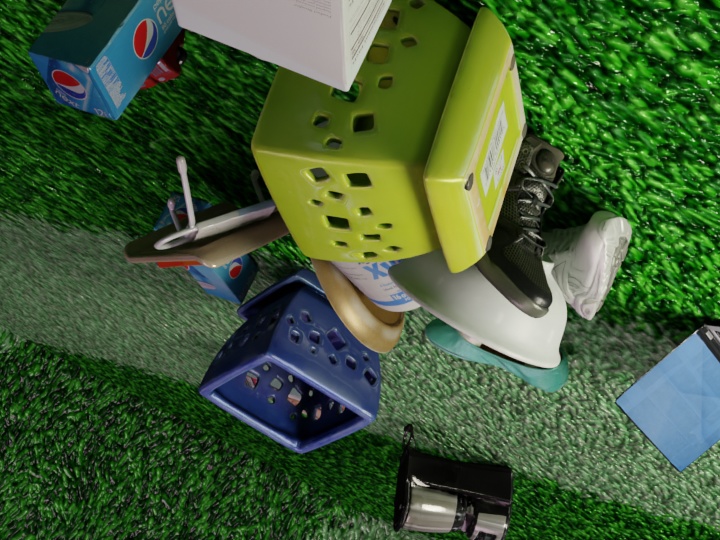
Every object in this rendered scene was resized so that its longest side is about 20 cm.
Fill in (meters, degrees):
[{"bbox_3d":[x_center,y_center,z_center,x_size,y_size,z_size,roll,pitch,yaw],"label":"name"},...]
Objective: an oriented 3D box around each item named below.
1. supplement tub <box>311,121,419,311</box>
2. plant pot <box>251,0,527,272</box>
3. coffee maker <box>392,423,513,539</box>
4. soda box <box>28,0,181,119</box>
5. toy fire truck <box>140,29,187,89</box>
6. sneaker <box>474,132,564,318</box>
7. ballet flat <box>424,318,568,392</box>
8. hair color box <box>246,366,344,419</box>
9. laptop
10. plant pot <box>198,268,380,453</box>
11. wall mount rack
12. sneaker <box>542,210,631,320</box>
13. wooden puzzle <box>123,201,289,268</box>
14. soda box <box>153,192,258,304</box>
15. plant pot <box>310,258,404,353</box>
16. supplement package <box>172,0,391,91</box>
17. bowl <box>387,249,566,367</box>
[{"bbox_3d":[0.012,-0.057,1.433,0.131,0.133,0.200,8,155,42],"label":"supplement tub"},{"bbox_3d":[0.038,-0.121,1.151,0.180,0.202,0.199,13,157,18],"label":"plant pot"},{"bbox_3d":[0.169,0.382,2.343,0.198,0.194,0.135,10,169,-7],"label":"coffee maker"},{"bbox_3d":[-0.191,-0.228,1.120,0.067,0.201,0.064,17,151,25],"label":"soda box"},{"bbox_3d":[-0.228,-0.245,1.244,0.140,0.202,0.049,-18,142,24],"label":"toy fire truck"},{"bbox_3d":[0.149,-0.054,1.228,0.114,0.201,0.076,-40,134,22],"label":"sneaker"},{"bbox_3d":[0.182,0.091,1.717,0.198,0.068,0.071,23,136,11],"label":"ballet flat"},{"bbox_3d":[-0.112,0.213,2.390,0.198,0.061,0.099,21,160,13],"label":"hair color box"},{"bbox_3d":[0.423,0.153,1.463,0.199,0.117,0.187,7,154,44],"label":"laptop"},{"bbox_3d":[-0.086,0.124,1.903,0.199,0.181,0.199,34,142,-22],"label":"plant pot"},{"bbox_3d":[-0.157,-0.094,1.555,0.075,0.198,0.174,68,163,6],"label":"wall mount rack"},{"bbox_3d":[0.219,-0.012,1.369,0.099,0.078,0.200,26,160,11],"label":"sneaker"},{"bbox_3d":[-0.176,-0.042,1.666,0.199,0.184,0.038,6,117,50],"label":"wooden puzzle"},{"bbox_3d":[-0.220,-0.029,1.905,0.067,0.065,0.200,16,158,26],"label":"soda box"},{"bbox_3d":[0.000,0.000,1.559,0.027,0.201,0.200,-26,134,22],"label":"plant pot"},{"bbox_3d":[-0.049,-0.264,0.952,0.150,0.152,0.200,22,160,10],"label":"supplement package"},{"bbox_3d":[0.134,0.009,1.335,0.200,0.091,0.201,27,-168,-6],"label":"bowl"}]
